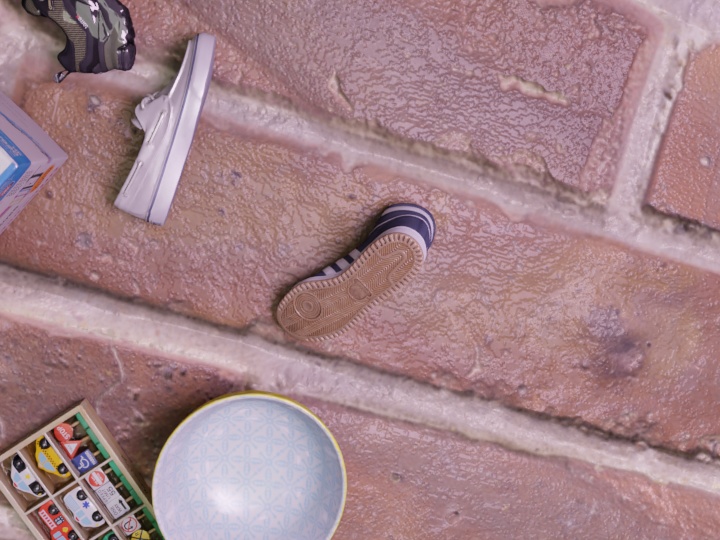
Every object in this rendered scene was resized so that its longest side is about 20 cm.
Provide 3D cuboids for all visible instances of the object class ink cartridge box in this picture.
[{"bbox_3d":[-0.390,-0.101,0.787,0.145,0.200,0.147,44,92,-12],"label":"ink cartridge box"}]

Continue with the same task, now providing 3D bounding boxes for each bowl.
[{"bbox_3d":[-0.115,0.215,0.905,0.197,0.108,0.204,-1,98,-5],"label":"bowl"}]

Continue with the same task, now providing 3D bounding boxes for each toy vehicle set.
[{"bbox_3d":[-0.300,0.257,0.935,0.123,0.027,0.201,-33,100,0],"label":"toy vehicle set"}]

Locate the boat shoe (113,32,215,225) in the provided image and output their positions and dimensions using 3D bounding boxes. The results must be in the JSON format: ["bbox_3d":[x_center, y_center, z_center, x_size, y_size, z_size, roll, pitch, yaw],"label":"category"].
[{"bbox_3d":[-0.200,-0.148,0.863,0.064,0.074,0.203,18,95,-12],"label":"boat shoe"}]

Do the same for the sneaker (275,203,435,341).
[{"bbox_3d":[0.000,0.000,0.913,0.199,0.109,0.070,-32,104,31],"label":"sneaker"}]

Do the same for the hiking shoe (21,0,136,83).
[{"bbox_3d":[-0.289,-0.291,0.832,0.099,0.076,0.203,-14,100,-7],"label":"hiking shoe"}]
